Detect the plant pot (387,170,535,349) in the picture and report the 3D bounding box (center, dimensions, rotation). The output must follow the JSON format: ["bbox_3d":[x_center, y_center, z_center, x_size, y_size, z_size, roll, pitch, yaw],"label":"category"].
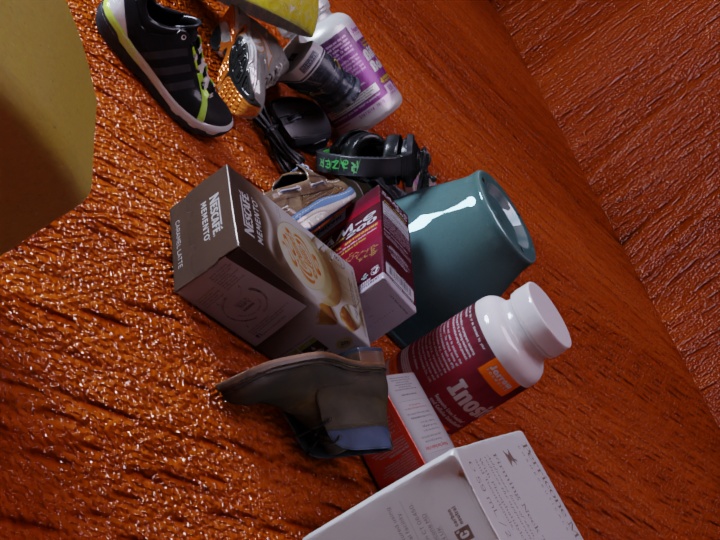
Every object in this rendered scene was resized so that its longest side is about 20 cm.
[{"bbox_3d":[0.111,-0.021,1.446,0.200,0.187,0.201,48,23,-28],"label":"plant pot"}]

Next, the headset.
[{"bbox_3d":[0.028,-0.129,1.455,0.199,0.123,0.095,-17,112,-51],"label":"headset"}]

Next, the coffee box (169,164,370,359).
[{"bbox_3d":[-0.086,0.008,1.104,0.200,0.079,0.115,39,26,-41],"label":"coffee box"}]

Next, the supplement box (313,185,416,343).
[{"bbox_3d":[0.000,0.000,1.280,0.061,0.108,0.201,46,21,-25],"label":"supplement box"}]

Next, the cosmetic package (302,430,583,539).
[{"bbox_3d":[0.086,0.256,0.995,0.168,0.166,0.200,61,19,14],"label":"cosmetic package"}]

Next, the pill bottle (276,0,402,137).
[{"bbox_3d":[-0.035,-0.296,1.648,0.201,0.112,0.112,55,19,-11],"label":"pill bottle"}]

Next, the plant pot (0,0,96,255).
[{"bbox_3d":[-0.271,-0.112,0.711,0.200,0.193,0.196,48,20,-39],"label":"plant pot"}]

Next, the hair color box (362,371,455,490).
[{"bbox_3d":[0.062,0.206,1.172,0.201,0.061,0.101,61,20,15],"label":"hair color box"}]

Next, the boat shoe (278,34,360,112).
[{"bbox_3d":[-0.062,-0.256,1.523,0.091,0.071,0.200,39,3,-19],"label":"boat shoe"}]

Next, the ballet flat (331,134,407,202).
[{"bbox_3d":[0.019,-0.097,1.556,0.200,0.073,0.073,49,20,-35],"label":"ballet flat"}]

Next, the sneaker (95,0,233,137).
[{"bbox_3d":[-0.192,-0.227,1.218,0.200,0.083,0.072,45,22,-29],"label":"sneaker"}]

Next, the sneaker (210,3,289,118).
[{"bbox_3d":[-0.123,-0.249,1.400,0.091,0.076,0.201,21,36,-28],"label":"sneaker"}]

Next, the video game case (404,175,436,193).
[{"bbox_3d":[0.135,-0.091,1.880,0.200,0.018,0.144,45,22,-29],"label":"video game case"}]

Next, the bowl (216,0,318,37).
[{"bbox_3d":[-0.131,-0.380,1.432,0.199,0.109,0.200,22,5,-2],"label":"bowl"}]

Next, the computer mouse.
[{"bbox_3d":[-0.068,-0.170,1.480,0.141,0.046,0.200,60,19,13],"label":"computer mouse"}]

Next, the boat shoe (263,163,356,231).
[{"bbox_3d":[-0.062,-0.085,1.322,0.073,0.072,0.200,53,19,-3],"label":"boat shoe"}]

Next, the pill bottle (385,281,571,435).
[{"bbox_3d":[0.131,0.101,1.293,0.113,0.199,0.113,46,22,-24],"label":"pill bottle"}]

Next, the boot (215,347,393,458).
[{"bbox_3d":[-0.039,0.125,1.030,0.199,0.074,0.098,-3,75,-46],"label":"boot"}]
